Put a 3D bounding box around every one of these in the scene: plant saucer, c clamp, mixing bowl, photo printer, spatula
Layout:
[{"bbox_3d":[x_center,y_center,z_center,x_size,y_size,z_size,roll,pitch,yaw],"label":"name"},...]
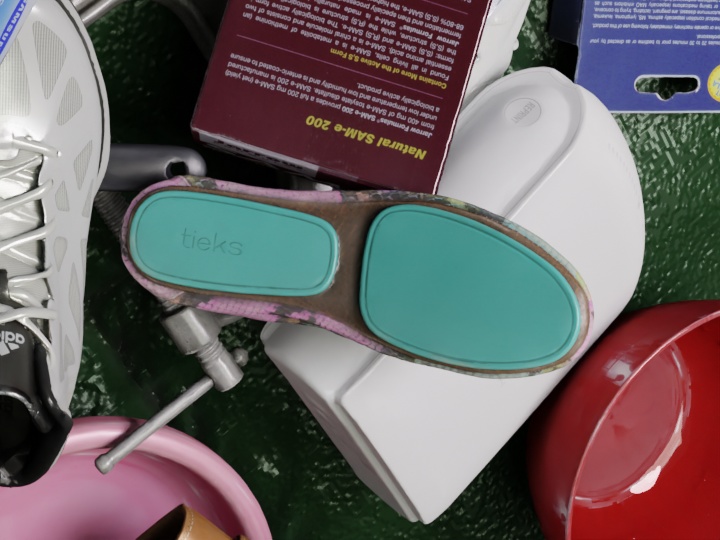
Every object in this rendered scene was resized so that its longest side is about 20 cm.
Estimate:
[{"bbox_3d":[-0.137,0.159,0.846,0.199,0.051,0.202,-10,111,-27],"label":"plant saucer"},{"bbox_3d":[-0.088,-0.039,0.794,0.170,0.027,0.201,-33,106,-21],"label":"c clamp"},{"bbox_3d":[0.164,0.095,0.962,0.199,0.108,0.201,-10,113,-26],"label":"mixing bowl"},{"bbox_3d":[0.058,0.009,0.865,0.200,0.069,0.167,-47,148,-11],"label":"photo printer"},{"bbox_3d":[-0.163,-0.043,0.743,0.199,0.021,0.057,-1,104,-12],"label":"spatula"}]

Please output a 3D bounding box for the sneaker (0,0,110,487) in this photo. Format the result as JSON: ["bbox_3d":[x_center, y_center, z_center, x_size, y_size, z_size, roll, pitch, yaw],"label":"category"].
[{"bbox_3d":[-0.127,-0.007,0.689,0.075,0.116,0.202,-3,119,-13],"label":"sneaker"}]

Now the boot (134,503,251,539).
[{"bbox_3d":[-0.083,0.215,0.826,0.155,0.077,0.200,39,96,-27],"label":"boot"}]

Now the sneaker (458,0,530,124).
[{"bbox_3d":[0.053,-0.136,0.852,0.200,0.073,0.071,-51,147,-4],"label":"sneaker"}]

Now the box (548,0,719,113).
[{"bbox_3d":[0.158,-0.180,0.908,0.120,0.032,0.201,-3,107,-29],"label":"box"}]

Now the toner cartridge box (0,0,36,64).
[{"bbox_3d":[-0.220,-0.115,0.637,0.199,0.043,0.095,31,92,6],"label":"toner cartridge box"}]

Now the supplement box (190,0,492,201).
[{"bbox_3d":[0.006,-0.136,0.773,0.108,0.061,0.201,17,86,-2],"label":"supplement box"}]

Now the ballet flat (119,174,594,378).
[{"bbox_3d":[0.000,0.000,0.749,0.199,0.071,0.070,9,89,10],"label":"ballet flat"}]
